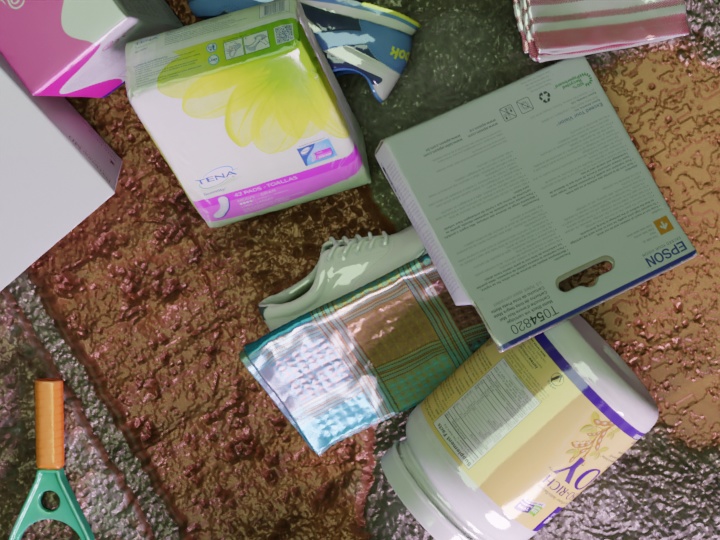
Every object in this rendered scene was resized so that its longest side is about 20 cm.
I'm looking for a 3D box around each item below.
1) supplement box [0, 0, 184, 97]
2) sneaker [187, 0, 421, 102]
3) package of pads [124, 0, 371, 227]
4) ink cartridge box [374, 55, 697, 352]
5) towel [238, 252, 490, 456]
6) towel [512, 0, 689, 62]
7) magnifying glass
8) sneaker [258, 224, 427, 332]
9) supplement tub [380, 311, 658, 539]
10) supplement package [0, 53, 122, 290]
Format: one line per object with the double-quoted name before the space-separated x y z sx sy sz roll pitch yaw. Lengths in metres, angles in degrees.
"supplement box" -0.231 -0.210 1.634 0.101 0.200 0.103 -37 90 9
"sneaker" -0.053 -0.197 1.677 0.200 0.074 0.082 13 99 7
"package of pads" -0.094 -0.127 1.631 0.154 0.200 0.068 -15 52 9
"ink cartridge box" 0.143 -0.054 1.622 0.199 0.041 0.200 -24 78 -18
"towel" 0.015 0.070 1.675 0.200 0.022 0.147 -26 131 9
"towel" 0.189 -0.280 1.634 0.146 0.030 0.200 -11 94 -14
"magnifying glass" -0.275 0.196 1.767 0.079 0.022 0.200 1 94 8
"sneaker" 0.000 0.000 1.682 0.200 0.073 0.071 -38 106 10
"supplement tub" 0.130 0.133 1.644 0.200 0.145 0.145 -44 88 9
"supplement package" -0.325 -0.103 1.676 0.156 0.111 0.200 -39 106 9
